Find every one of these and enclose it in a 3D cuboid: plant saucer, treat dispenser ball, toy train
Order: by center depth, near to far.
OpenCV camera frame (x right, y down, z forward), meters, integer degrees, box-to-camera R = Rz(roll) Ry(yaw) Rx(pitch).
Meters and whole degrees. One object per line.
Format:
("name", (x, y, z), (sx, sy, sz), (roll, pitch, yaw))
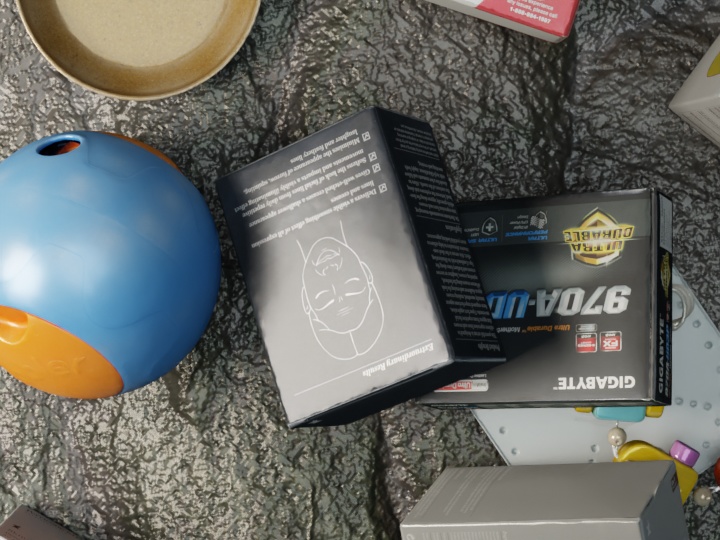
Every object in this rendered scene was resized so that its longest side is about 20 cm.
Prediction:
("treat dispenser ball", (-0.204, -0.005, 1.365), (0.199, 0.201, 0.203), (0, 93, 0))
("toy train", (0.253, 0.114, 1.423), (0.150, 0.056, 0.201), (-34, 96, 1))
("plant saucer", (-0.174, -0.235, 1.433), (0.198, 0.035, 0.202), (0, 94, 0))

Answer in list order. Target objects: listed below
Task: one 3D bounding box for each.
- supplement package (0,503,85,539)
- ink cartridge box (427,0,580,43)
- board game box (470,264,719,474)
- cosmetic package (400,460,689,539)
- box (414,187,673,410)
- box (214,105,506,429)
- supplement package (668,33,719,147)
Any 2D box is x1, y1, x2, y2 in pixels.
("supplement package", (-0.230, 0.308, 1.428), (0.199, 0.111, 0.157), (30, 94, -2))
("ink cartridge box", (0.122, -0.296, 1.406), (0.143, 0.084, 0.202), (18, 94, 0))
("board game box", (0.196, 0.093, 1.459), (0.199, 0.026, 0.201), (-35, 93, 2))
("cosmetic package", (0.142, 0.204, 1.383), (0.198, 0.107, 0.091), (-2, 109, 28))
("box", (0.140, 0.024, 1.385), (0.198, 0.046, 0.161), (-3, 79, 29))
("box", (0.000, 0.000, 1.368), (0.147, 0.107, 0.202), (-22, 77, 24))
("supplement package", (0.349, -0.143, 1.357), (0.150, 0.200, 0.152), (36, 92, -2))
